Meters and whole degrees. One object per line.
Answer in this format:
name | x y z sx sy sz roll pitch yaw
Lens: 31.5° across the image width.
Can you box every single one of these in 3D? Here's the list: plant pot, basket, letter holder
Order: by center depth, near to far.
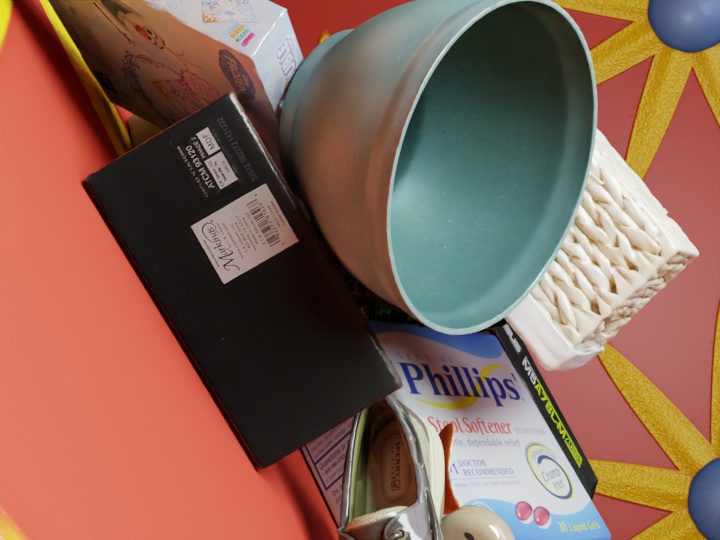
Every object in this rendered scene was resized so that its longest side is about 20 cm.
plant pot | 0.035 -0.078 0.783 0.134 0.201 0.201 22 -24 39
letter holder | -0.070 -0.001 0.805 0.201 0.100 0.142 60 0 -8
basket | 0.131 -0.044 0.905 0.200 0.123 0.135 52 16 14

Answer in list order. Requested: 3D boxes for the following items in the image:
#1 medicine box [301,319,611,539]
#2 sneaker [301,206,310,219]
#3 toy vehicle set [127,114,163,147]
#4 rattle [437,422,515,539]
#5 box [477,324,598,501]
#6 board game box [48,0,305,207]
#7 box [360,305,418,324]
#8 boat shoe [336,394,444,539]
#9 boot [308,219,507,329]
medicine box | 0.065 0.150 0.967 0.181 0.103 0.201 9 45 -50
sneaker | -0.057 -0.062 1.147 0.130 0.080 0.200 15 19 -42
toy vehicle set | -0.116 -0.027 1.012 0.201 0.026 0.124 59 3 -33
rattle | 0.048 0.210 0.778 0.142 0.130 0.202 -19 97 -47
box | 0.083 0.149 1.141 0.194 0.199 0.048 60 30 -12
board game box | -0.116 -0.141 0.857 0.198 0.044 0.200 30 -16 21
box | 0.042 -0.028 1.133 0.046 0.158 0.201 34 49 -40
boat shoe | 0.016 0.161 0.751 0.066 0.071 0.202 49 29 -40
boot | 0.000 0.000 0.922 0.199 0.070 0.173 10 3 -41
